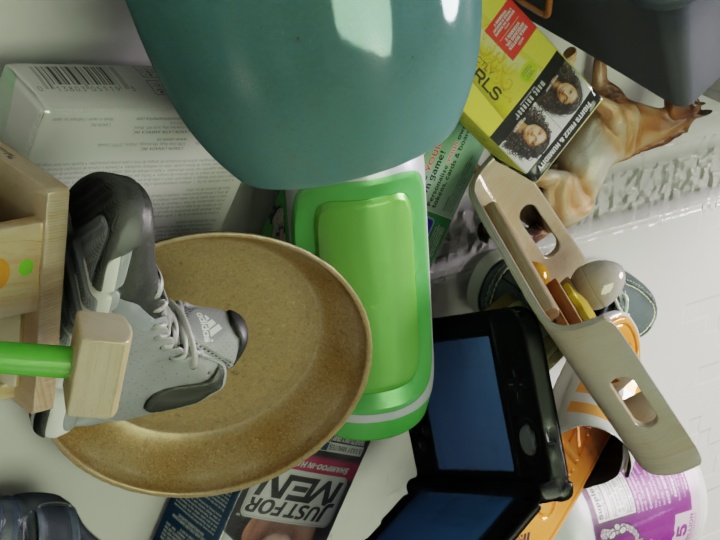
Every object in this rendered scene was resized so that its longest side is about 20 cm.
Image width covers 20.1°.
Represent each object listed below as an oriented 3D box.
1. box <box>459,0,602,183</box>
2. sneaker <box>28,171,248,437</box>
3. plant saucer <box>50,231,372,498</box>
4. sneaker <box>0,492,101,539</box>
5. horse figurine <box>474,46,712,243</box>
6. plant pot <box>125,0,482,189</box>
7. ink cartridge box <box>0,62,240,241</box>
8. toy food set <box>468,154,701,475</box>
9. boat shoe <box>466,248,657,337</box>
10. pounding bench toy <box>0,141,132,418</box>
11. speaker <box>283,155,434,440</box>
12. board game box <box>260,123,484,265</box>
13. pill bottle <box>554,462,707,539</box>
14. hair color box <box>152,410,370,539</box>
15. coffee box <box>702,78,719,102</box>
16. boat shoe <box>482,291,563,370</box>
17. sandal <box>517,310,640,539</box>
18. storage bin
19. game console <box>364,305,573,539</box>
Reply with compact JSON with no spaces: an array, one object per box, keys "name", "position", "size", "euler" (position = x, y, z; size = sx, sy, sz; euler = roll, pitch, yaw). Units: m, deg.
[{"name":"box","position":[0.062,-0.142,1.236],"size":[0.075,0.050,0.200],"euler":[-50,127,-3]},{"name":"sneaker","position":[-0.109,0.016,1.088],"size":[0.115,0.075,0.200],"euler":[-1,146,-23]},{"name":"plant saucer","position":[-0.093,0.049,1.189],"size":[0.198,0.036,0.201],"euler":[-7,129,-9]},{"name":"sneaker","position":[-0.221,0.224,1.201],"size":[0.145,0.077,0.204],"euler":[6,106,-42]},{"name":"horse figurine","position":[0.145,-0.084,1.400],"size":[0.200,0.050,0.133],"euler":[-51,132,-11]},{"name":"plant pot","position":[-0.025,-0.139,1.070],"size":[0.200,0.200,0.162],"euler":[-27,114,-30]},{"name":"ink cartridge box","position":[-0.155,-0.025,1.165],"size":[0.160,0.050,0.201],"euler":[-5,133,-42]},{"name":"toy food set","position":[0.146,0.022,1.288],"size":[0.060,0.200,0.144],"euler":[-33,127,6]},{"name":"boat shoe","position":[0.160,0.030,1.466],"size":[0.199,0.062,0.073],"euler":[12,102,-47]},{"name":"pounding bench toy","position":[-0.225,0.019,0.993],"size":[0.155,0.200,0.125],"euler":[-12,120,-40]},{"name":"speaker","position":[0.000,0.000,1.237],"size":[0.088,0.088,0.201],"euler":[-23,123,-33]},{"name":"board game box","position":[0.017,-0.069,1.301],"size":[0.134,0.029,0.201],"euler":[18,99,-46]},{"name":"pill bottle","position":[0.157,0.185,1.512],"size":[0.199,0.112,0.113],"euler":[-10,119,-39]},{"name":"hair color box","position":[-0.077,0.174,1.323],"size":[0.100,0.060,0.201],"euler":[15,102,-46]},{"name":"coffee box","position":[0.374,-0.198,1.442],"size":[0.199,0.200,0.199],"euler":[-5,115,-42]},{"name":"boat shoe","position":[0.098,0.093,1.401],"size":[0.073,0.063,0.201],"euler":[-39,157,-30]},{"name":"sandal","position":[0.160,0.128,1.409],"size":[0.079,0.059,0.208],"euler":[44,67,-42]},{"name":"storage bin","position":[0.157,-0.192,1.254],"size":[0.145,0.200,0.135],"euler":[-43,144,-17]},{"name":"game console","position":[0.037,0.123,1.285],"size":[0.116,0.200,0.177],"euler":[-11,90,-23]}]
